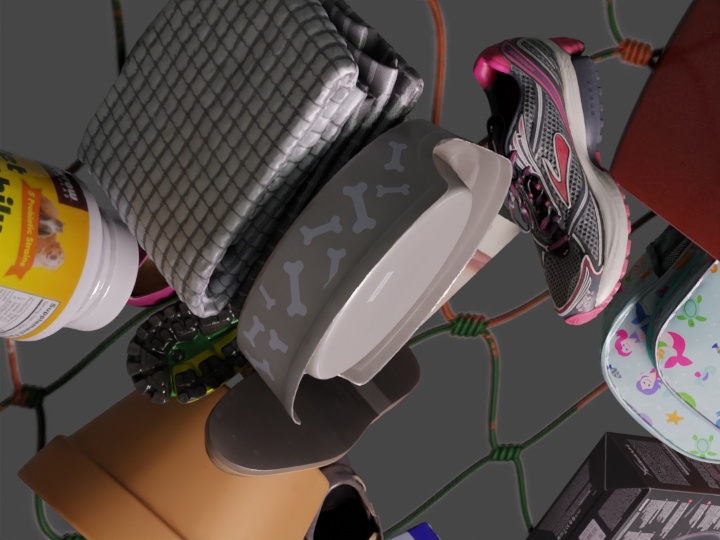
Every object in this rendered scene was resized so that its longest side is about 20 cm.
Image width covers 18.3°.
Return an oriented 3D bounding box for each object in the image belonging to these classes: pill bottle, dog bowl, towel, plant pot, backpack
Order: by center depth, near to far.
[{"bbox_3d":[0.005,-0.004,1.317,0.200,0.059,0.200,-47,166,-16],"label":"dog bowl"},{"bbox_3d":[-0.231,-0.021,1.329,0.200,0.109,0.109,18,118,-45],"label":"pill bottle"},{"bbox_3d":[-0.067,-0.093,1.331,0.086,0.166,0.200,8,125,-45],"label":"towel"},{"bbox_3d":[-0.117,0.155,1.542,0.140,0.200,0.200,-49,142,-9],"label":"plant pot"},{"bbox_3d":[0.322,-0.116,1.578,0.200,0.200,0.176,-9,121,-29],"label":"plant pot"},{"bbox_3d":[0.285,0.048,1.717,0.178,0.151,0.200,42,112,-9],"label":"backpack"}]

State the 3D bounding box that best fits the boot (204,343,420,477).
[{"bbox_3d":[-0.041,0.099,1.434,0.075,0.074,0.200,-42,168,35],"label":"boot"}]

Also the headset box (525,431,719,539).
[{"bbox_3d":[0.260,0.225,1.955,0.200,0.075,0.149,9,124,-41],"label":"headset box"}]

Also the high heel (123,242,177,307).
[{"bbox_3d":[-0.072,-0.041,1.424,0.200,0.096,0.067,-37,105,4],"label":"high heel"}]

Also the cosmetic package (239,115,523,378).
[{"bbox_3d":[0.000,0.000,1.519,0.200,0.087,0.103,-45,153,12],"label":"cosmetic package"}]

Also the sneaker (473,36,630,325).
[{"bbox_3d":[0.123,-0.059,1.498,0.075,0.200,0.081,-2,162,-31],"label":"sneaker"}]

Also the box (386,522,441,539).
[{"bbox_3d":[0.003,0.337,1.863,0.200,0.105,0.184,-25,141,-13],"label":"box"}]

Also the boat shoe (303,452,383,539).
[{"bbox_3d":[-0.022,0.201,1.731,0.074,0.073,0.200,-29,141,-7],"label":"boat shoe"}]

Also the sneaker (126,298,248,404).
[{"bbox_3d":[-0.061,0.015,1.444,0.200,0.078,0.085,-26,-174,0],"label":"sneaker"}]
